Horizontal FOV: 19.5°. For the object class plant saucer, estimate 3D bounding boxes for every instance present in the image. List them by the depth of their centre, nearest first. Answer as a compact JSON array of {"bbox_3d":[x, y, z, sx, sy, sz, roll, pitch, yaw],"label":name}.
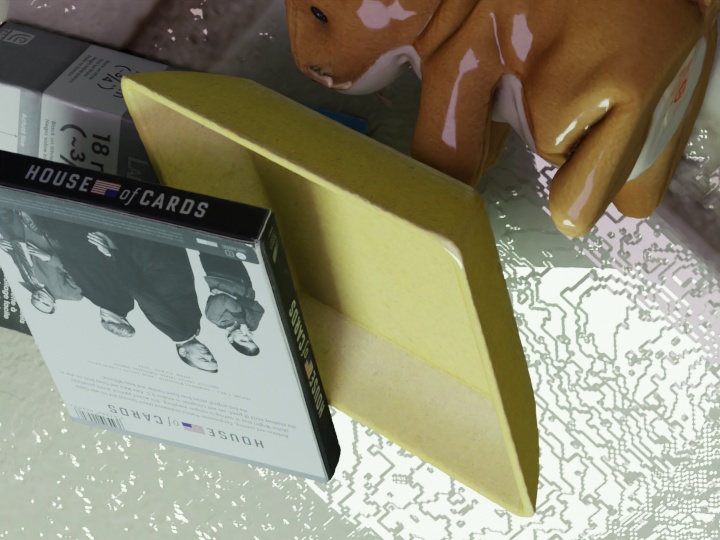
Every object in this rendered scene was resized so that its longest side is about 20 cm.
[{"bbox_3d":[0.000,0.000,0.946,0.199,0.048,0.201,29,153,33],"label":"plant saucer"}]

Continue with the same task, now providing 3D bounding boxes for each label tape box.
[{"bbox_3d":[-0.106,-0.027,1.057,0.198,0.063,0.145,16,123,13],"label":"label tape box"}]

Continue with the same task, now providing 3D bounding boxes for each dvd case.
[{"bbox_3d":[-0.094,0.026,0.996,0.149,0.025,0.201,13,147,18],"label":"dvd case"}]

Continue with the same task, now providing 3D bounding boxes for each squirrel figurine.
[{"bbox_3d":[0.063,-0.132,0.912,0.186,0.141,0.201,27,111,17],"label":"squirrel figurine"}]
